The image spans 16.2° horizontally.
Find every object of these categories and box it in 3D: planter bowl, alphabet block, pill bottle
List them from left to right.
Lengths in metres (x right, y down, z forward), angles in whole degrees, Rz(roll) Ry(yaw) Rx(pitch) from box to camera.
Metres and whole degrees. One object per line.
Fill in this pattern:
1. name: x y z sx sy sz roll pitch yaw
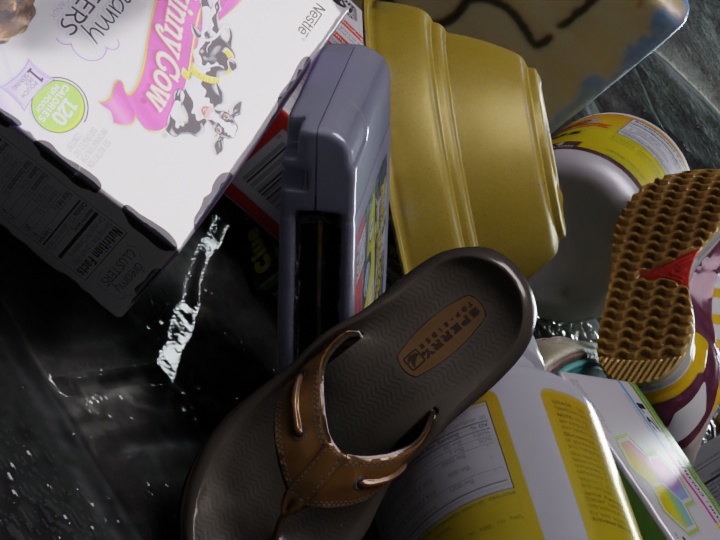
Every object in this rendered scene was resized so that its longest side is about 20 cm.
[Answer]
1. planter bowl: 0.060 -0.054 1.321 0.200 0.083 0.201 -10 90 -85
2. alphabet block: 0.076 -0.207 1.634 0.200 0.195 0.197 45 21 -16
3. pill bottle: 0.065 0.114 1.129 0.112 0.112 0.200 32 30 -39
4. pill bottle: 0.152 -0.040 1.625 0.109 0.109 0.200 51 21 1

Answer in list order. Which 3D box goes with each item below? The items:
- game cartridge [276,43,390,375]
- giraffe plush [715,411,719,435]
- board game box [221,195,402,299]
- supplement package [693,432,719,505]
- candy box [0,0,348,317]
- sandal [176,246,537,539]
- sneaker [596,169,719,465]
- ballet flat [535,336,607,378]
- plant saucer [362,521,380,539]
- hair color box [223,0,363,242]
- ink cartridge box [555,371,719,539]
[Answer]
1. game cartridge: -0.012 0.005 1.165 0.041 0.201 0.133 3 25 3
2. giraffe plush: 0.337 0.136 1.634 0.173 0.162 0.200 41 23 -23
3. board game box: 0.000 0.000 1.382 0.200 0.023 0.105 28 32 -44
4. supplement package: 0.290 0.168 1.484 0.200 0.150 0.152 59 18 10
5. candy box: -0.131 -0.108 1.103 0.200 0.072 0.168 37 52 -7
6. sandal: 0.001 0.066 1.069 0.082 0.200 0.055 49 -11 -1
7. sneaker: 0.185 0.025 1.473 0.200 0.075 0.090 -65 143 -43
8. ballet flat: 0.121 0.069 1.483 0.062 0.068 0.200 30 8 27
9. plant saucer: 0.046 0.204 1.142 0.200 0.029 0.200 42 23 -23
10. hair color box: -0.037 -0.095 1.354 0.101 0.061 0.200 42 24 -22
11. ink cartridge box: 0.112 0.128 1.264 0.148 0.076 0.200 57 19 21
